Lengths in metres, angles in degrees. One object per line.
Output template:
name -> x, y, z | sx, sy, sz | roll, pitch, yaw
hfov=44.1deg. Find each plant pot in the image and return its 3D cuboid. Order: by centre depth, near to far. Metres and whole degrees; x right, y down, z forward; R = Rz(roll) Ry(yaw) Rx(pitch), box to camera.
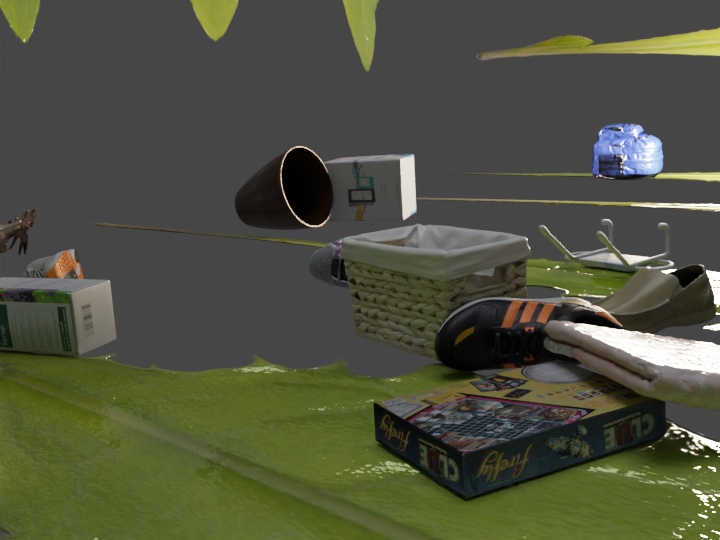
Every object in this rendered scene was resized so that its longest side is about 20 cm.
plant pot -> -0.195, -0.171, 2.081 | 0.197, 0.191, 0.186 | -14, 2, 36

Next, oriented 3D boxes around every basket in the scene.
basket -> 0.084, 0.022, 1.020 | 0.134, 0.126, 0.198 | -11, 12, -34

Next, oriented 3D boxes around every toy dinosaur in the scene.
toy dinosaur -> -0.791, -0.059, 1.903 | 0.196, 0.087, 0.136 | -20, -1, 5

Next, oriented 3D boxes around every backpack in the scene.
backpack -> 0.814, -0.357, 2.691 | 0.196, 0.171, 0.162 | 6, 20, 26

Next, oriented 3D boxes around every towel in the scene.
towel -> 0.280, 0.085, 0.756 | 0.196, 0.033, 0.191 | 8, 6, -17

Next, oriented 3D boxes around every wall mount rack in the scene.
wall mount rack -> 0.380, -0.040, 1.380 | 0.171, 0.076, 0.198 | -11, 12, -34

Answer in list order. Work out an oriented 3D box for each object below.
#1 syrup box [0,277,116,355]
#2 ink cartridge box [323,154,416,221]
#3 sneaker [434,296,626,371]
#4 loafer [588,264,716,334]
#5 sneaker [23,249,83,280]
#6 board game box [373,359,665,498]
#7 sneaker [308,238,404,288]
syrup box -> -0.416, 0.056, 1.134 | 0.196, 0.081, 0.081 | 1, 12, 23
ink cartridge box -> 0.025, -0.203, 2.182 | 0.196, 0.149, 0.147 | 0, 11, 18
sneaker -> 0.175, 0.065, 0.898 | 0.196, 0.072, 0.090 | -5, 8, -18
loafer -> 0.327, 0.033, 1.023 | 0.197, 0.070, 0.075 | -9, 12, -28
sneaker -> -0.512, 0.012, 1.463 | 0.090, 0.077, 0.200 | -13, 4, -11
board game box -> 0.127, 0.121, 0.720 | 0.196, 0.035, 0.135 | -9, 12, -26
sneaker -> 0.000, 0.000, 1.292 | 0.196, 0.080, 0.140 | -1, 10, 18
